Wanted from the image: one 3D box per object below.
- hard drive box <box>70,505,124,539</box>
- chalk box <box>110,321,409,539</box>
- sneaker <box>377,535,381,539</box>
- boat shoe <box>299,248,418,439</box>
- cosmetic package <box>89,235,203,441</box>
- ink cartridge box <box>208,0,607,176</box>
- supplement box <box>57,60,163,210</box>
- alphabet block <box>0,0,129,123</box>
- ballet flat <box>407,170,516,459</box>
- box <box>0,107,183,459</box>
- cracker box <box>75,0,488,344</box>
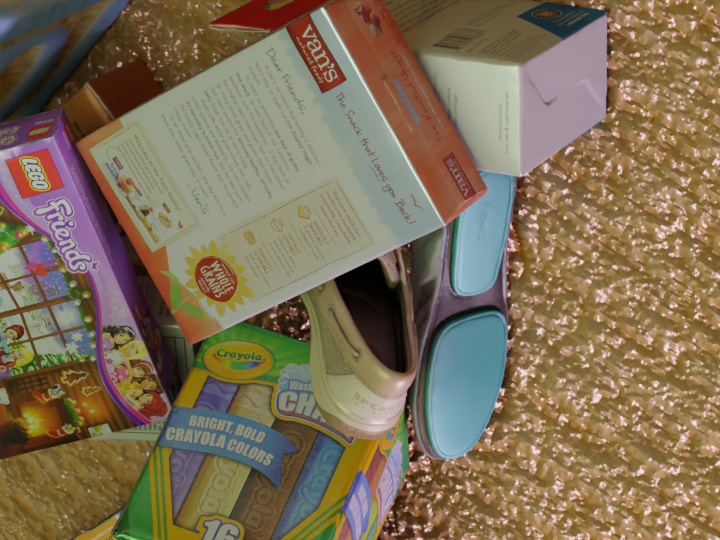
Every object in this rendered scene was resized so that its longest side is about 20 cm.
[{"bbox_3d":[-0.133,0.258,1.883,0.156,0.077,0.200,-35,89,35],"label":"hard drive box"},{"bbox_3d":[-0.046,0.115,1.716,0.124,0.200,0.124,19,155,14],"label":"chalk box"},{"bbox_3d":[-0.035,0.162,1.808,0.200,0.075,0.088,33,104,13],"label":"sneaker"},{"bbox_3d":[0.000,0.000,1.670,0.065,0.071,0.200,-56,37,44],"label":"boat shoe"},{"bbox_3d":[-0.192,0.040,1.778,0.200,0.087,0.104,3,131,3],"label":"cosmetic package"},{"bbox_3d":[0.026,-0.113,1.634,0.200,0.116,0.067,10,114,28],"label":"ink cartridge box"},{"bbox_3d":[-0.199,-0.048,1.818,0.200,0.067,0.069,-39,86,33],"label":"supplement box"},{"bbox_3d":[-0.282,-0.177,1.742,0.200,0.196,0.195,48,122,6],"label":"alphabet block"},{"bbox_3d":[0.053,0.012,1.707,0.064,0.067,0.200,33,124,48],"label":"ballet flat"},{"bbox_3d":[-0.201,0.012,1.682,0.137,0.039,0.200,-14,119,13],"label":"box"},{"bbox_3d":[-0.045,-0.057,1.594,0.200,0.058,0.134,-24,97,38],"label":"cracker box"}]
